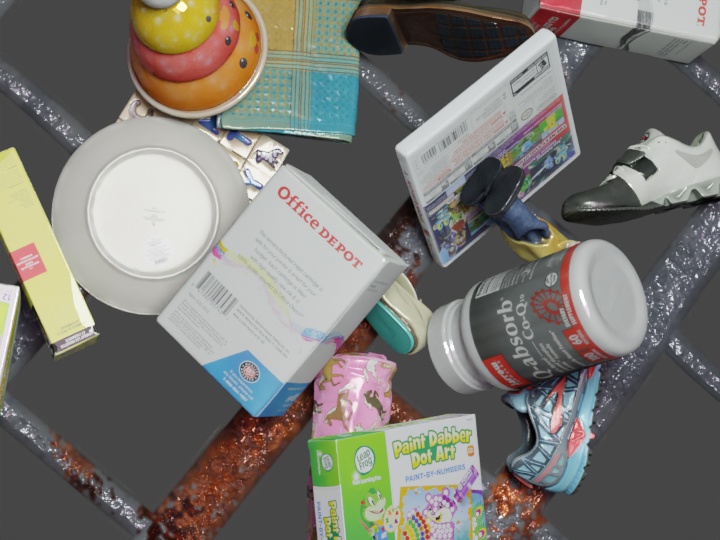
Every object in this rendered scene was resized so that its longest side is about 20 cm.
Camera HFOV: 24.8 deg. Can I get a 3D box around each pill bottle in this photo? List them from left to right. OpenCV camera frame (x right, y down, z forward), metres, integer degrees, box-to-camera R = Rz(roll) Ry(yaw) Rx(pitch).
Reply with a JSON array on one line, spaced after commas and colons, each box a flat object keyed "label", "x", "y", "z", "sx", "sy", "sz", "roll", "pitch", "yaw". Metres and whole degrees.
[{"label": "pill bottle", "x": 0.170, "y": 0.052, "z": 1.602, "sx": 0.116, "sy": 0.199, "sz": 0.117, "roll": 24, "pitch": 56, "yaw": -40}]

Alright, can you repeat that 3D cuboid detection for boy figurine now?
[{"label": "boy figurine", "x": 0.189, "y": -0.031, "z": 1.655, "sx": 0.200, "sy": 0.124, "sz": 0.065, "roll": 37, "pitch": 84, "yaw": -35}]

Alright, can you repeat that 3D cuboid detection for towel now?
[{"label": "towel", "x": -0.071, "y": -0.233, "z": 1.692, "sx": 0.146, "sy": 0.022, "sz": 0.201, "roll": 6, "pitch": 76, "yaw": -12}]

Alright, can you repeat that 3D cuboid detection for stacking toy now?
[{"label": "stacking toy", "x": -0.175, "y": -0.241, "z": 1.571, "sx": 0.145, "sy": 0.200, "sz": 0.147, "roll": -2, "pitch": 76, "yaw": 8}]

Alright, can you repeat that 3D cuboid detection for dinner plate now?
[{"label": "dinner plate", "x": -0.208, "y": -0.056, "z": 1.637, "sx": 0.199, "sy": 0.024, "sz": 0.202, "roll": 1, "pitch": 86, "yaw": -9}]

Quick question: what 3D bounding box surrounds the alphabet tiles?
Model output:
[{"label": "alphabet tiles", "x": -0.159, "y": -0.139, "z": 1.673, "sx": 0.167, "sy": 0.008, "sz": 0.201, "roll": 31, "pitch": 78, "yaw": -5}]

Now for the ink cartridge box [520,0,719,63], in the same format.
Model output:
[{"label": "ink cartridge box", "x": 0.282, "y": -0.316, "z": 1.743, "sx": 0.199, "sy": 0.084, "sz": 0.145, "roll": 10, "pitch": 79, "yaw": -8}]

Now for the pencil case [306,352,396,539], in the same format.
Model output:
[{"label": "pencil case", "x": -0.008, "y": 0.178, "z": 1.617, "sx": 0.082, "sy": 0.087, "sz": 0.201, "roll": 1, "pitch": 82, "yaw": 8}]

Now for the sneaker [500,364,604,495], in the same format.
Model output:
[{"label": "sneaker", "x": 0.194, "y": 0.123, "z": 1.666, "sx": 0.095, "sy": 0.079, "sz": 0.201, "roll": 10, "pitch": 80, "yaw": -7}]

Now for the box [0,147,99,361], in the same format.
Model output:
[{"label": "box", "x": -0.316, "y": -0.014, "z": 1.591, "sx": 0.050, "sy": 0.075, "sz": 0.201, "roll": -24, "pitch": 88, "yaw": -13}]

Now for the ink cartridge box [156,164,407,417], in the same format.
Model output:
[{"label": "ink cartridge box", "x": -0.074, "y": 0.020, "z": 1.575, "sx": 0.144, "sy": 0.085, "sz": 0.200, "roll": 43, "pitch": 100, "yaw": 16}]

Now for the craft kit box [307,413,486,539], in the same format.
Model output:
[{"label": "craft kit box", "x": 0.042, "y": 0.247, "z": 1.576, "sx": 0.199, "sy": 0.048, "sz": 0.199, "roll": -6, "pitch": 87, "yaw": -45}]

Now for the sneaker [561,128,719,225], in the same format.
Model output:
[{"label": "sneaker", "x": 0.292, "y": -0.100, "z": 1.723, "sx": 0.199, "sy": 0.074, "sz": 0.089, "roll": -12, "pitch": 84, "yaw": -22}]

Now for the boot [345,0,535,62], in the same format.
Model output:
[{"label": "boot", "x": 0.090, "y": -0.271, "z": 1.667, "sx": 0.199, "sy": 0.075, "sz": 0.097, "roll": 6, "pitch": 53, "yaw": 21}]

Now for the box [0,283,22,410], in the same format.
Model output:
[{"label": "box", "x": -0.392, "y": 0.108, "z": 1.544, "sx": 0.112, "sy": 0.101, "sz": 0.201, "roll": 12, "pitch": 80, "yaw": -8}]

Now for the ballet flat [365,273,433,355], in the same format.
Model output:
[{"label": "ballet flat", "x": 0.000, "y": 0.000, "z": 1.661, "sx": 0.069, "sy": 0.069, "sz": 0.200, "roll": -44, "pitch": 93, "yaw": -13}]

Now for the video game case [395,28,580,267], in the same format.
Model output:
[{"label": "video game case", "x": 0.133, "y": -0.121, "z": 1.651, "sx": 0.200, "sy": 0.183, "sz": 0.023, "roll": -40, "pitch": 52, "yaw": -14}]
